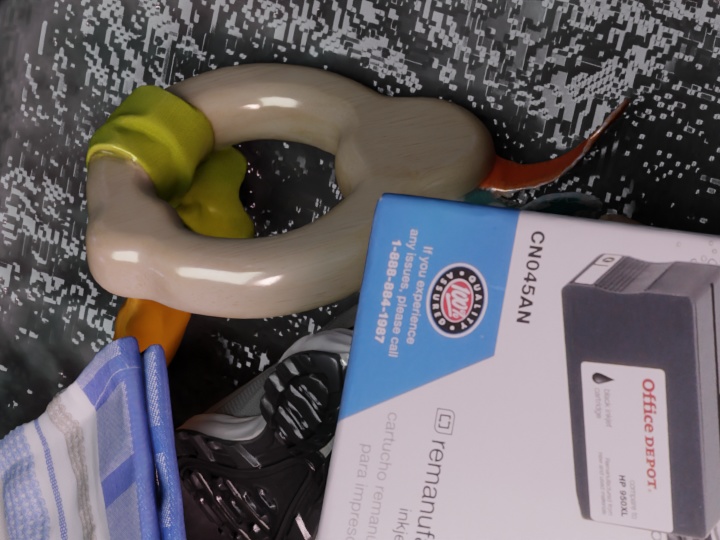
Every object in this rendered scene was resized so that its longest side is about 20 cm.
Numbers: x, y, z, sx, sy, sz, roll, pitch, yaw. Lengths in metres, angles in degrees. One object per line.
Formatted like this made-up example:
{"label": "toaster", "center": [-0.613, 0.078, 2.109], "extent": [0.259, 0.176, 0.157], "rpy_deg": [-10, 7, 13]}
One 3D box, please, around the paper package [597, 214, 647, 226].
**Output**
{"label": "paper package", "center": [0.136, 0.107, 0.840], "extent": [0.200, 0.103, 0.191], "rpy_deg": [26, 90, 18]}

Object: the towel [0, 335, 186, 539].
{"label": "towel", "center": [-0.118, 0.122, 0.959], "extent": [0.200, 0.024, 0.147], "rpy_deg": [-36, 57, 54]}

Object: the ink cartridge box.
{"label": "ink cartridge box", "center": [0.097, 0.063, 0.760], "extent": [0.200, 0.084, 0.145], "rpy_deg": [8, 82, 16]}

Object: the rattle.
{"label": "rattle", "center": [0.000, 0.000, 0.927], "extent": [0.200, 0.130, 0.143], "rpy_deg": [-3, 116, -2]}

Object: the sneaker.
{"label": "sneaker", "center": [-0.011, 0.060, 0.925], "extent": [0.074, 0.079, 0.200], "rpy_deg": [52, 147, -1]}
